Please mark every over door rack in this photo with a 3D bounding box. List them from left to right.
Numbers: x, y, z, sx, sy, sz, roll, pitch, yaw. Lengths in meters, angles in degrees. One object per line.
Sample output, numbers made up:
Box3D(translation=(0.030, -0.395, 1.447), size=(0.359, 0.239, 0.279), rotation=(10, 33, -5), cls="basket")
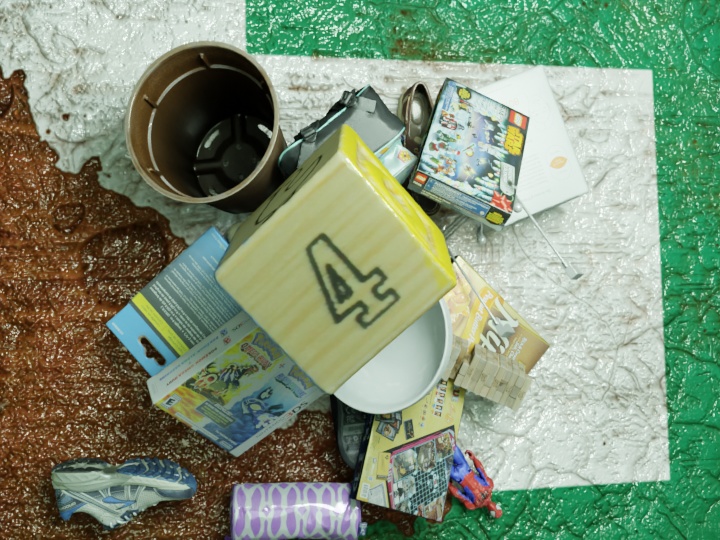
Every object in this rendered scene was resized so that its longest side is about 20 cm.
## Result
Box3D(translation=(0.194, -0.024, 1.089), size=(0.147, 0.066, 0.201), rotation=(-42, 80, 26), cls="over door rack")

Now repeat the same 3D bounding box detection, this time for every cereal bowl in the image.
Box3D(translation=(0.036, 0.088, 1.051), size=(0.195, 0.083, 0.206), rotation=(-2, 85, 22), cls="cereal bowl")

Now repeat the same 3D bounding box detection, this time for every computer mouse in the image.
Box3D(translation=(0.003, 0.194, 1.145), size=(0.135, 0.053, 0.205), rotation=(2, 78, -16), cls="computer mouse")

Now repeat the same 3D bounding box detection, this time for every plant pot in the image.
Box3D(translation=(-0.184, -0.172, 1.043), size=(0.195, 0.198, 0.206), rotation=(-1, 83, 6), cls="plant pot")

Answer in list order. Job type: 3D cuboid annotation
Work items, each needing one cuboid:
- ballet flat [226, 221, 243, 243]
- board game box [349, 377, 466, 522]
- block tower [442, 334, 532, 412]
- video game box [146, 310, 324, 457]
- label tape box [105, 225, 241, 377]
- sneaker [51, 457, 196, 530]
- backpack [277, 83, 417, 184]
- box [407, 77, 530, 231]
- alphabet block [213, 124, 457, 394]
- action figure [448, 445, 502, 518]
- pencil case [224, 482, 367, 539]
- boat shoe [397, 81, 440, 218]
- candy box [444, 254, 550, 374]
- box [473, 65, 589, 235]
Box3D(translation=(-0.108, -0.026, 1.112), size=(0.196, 0.057, 0.068), rotation=(23, 79, 16), cls="ballet flat")
Box3D(translation=(0.071, 0.239, 1.109), size=(0.133, 0.035, 0.205), rotation=(18, 73, -14), cls="board game box")
Box3D(translation=(0.145, 0.131, 1.116), size=(0.196, 0.058, 0.055), rotation=(24, 106, 4), cls="block tower")
Box3D(translation=(-0.152, 0.151, 1.038), size=(0.181, 0.200, 0.047), rotation=(-38, 49, 3), cls="video game box")
Box3D(translation=(-0.235, 0.060, 1.101), size=(0.200, 0.063, 0.145), rotation=(-42, 94, -10), cls="label tape box")
Box3D(translation=(-0.324, 0.310, 1.073), size=(0.195, 0.077, 0.088), rotation=(3, 95, -2), cls="sneaker")
Box3D(translation=(-0.018, -0.146, 1.086), size=(0.175, 0.200, 0.154), rotation=(-42, 97, -5), cls="backpack")
Box3D(translation=(0.150, -0.160, 1.040), size=(0.134, 0.040, 0.203), rotation=(24, 51, -6), cls="box")
Box3D(translation=(-0.026, -0.019, 0.907), size=(0.199, 0.196, 0.197), rotation=(-41, 106, 13), cls="alphabet block")
Box3D(translation=(0.144, 0.296, 1.164), size=(0.065, 0.052, 0.201), rotation=(-43, 96, -14), cls="action figure")
Box3D(translation=(-0.092, 0.346, 1.103), size=(0.195, 0.084, 0.088), rotation=(4, 109, -8), cls="pencil case")
Box3D(translation=(0.094, -0.183, 1.172), size=(0.070, 0.072, 0.206), rotation=(-2, 86, -10), cls="boat shoe")
Box3D(translation=(0.176, 0.089, 1.177), size=(0.200, 0.055, 0.116), rotation=(44, 82, -3), cls="candy box")
Box3D(translation=(0.229, -0.179, 1.178), size=(0.149, 0.106, 0.204), rotation=(-20, 90, -10), cls="box")
